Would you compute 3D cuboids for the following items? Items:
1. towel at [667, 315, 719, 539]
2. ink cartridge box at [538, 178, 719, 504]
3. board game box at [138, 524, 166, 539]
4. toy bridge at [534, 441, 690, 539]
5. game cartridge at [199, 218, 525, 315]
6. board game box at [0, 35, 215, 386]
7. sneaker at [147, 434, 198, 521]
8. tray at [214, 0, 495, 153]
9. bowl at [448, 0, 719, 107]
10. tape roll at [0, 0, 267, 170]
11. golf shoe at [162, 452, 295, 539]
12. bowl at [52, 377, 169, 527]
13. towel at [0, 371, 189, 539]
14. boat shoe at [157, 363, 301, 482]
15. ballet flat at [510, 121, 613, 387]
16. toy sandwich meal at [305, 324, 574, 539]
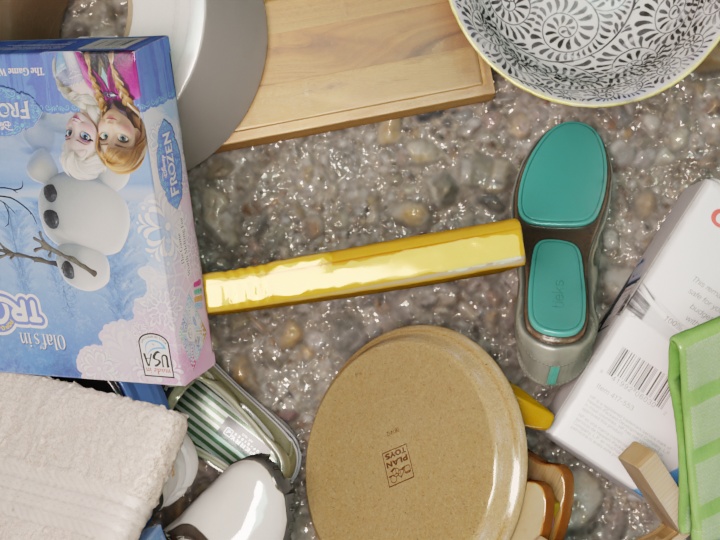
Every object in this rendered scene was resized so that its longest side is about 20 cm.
[{"bbox_3d":[0.275,0.073,1.106,0.199,0.031,0.150,-19,113,-24],"label":"towel"},{"bbox_3d":[0.232,0.062,1.177,0.146,0.086,0.201,33,86,1],"label":"ink cartridge box"},{"bbox_3d":[-0.146,0.268,1.069,0.150,0.037,0.201,-21,101,19],"label":"board game box"},{"bbox_3d":[0.187,0.138,1.105,0.200,0.027,0.067,-42,117,-12],"label":"toy bridge"},{"bbox_3d":[0.000,0.000,1.135,0.198,0.176,0.033,-8,88,-1],"label":"game cartridge"},{"bbox_3d":[-0.192,-0.036,1.053,0.198,0.043,0.201,2,110,27],"label":"board game box"},{"bbox_3d":[-0.195,0.161,1.105,0.200,0.080,0.074,-38,91,20],"label":"sneaker"},{"bbox_3d":[-0.014,-0.149,1.213,0.198,0.037,0.100,-11,87,-2],"label":"tray"},{"bbox_3d":[0.151,-0.203,1.187,0.199,0.094,0.203,0,86,0],"label":"bowl"},{"bbox_3d":[-0.173,-0.159,1.141,0.201,0.139,0.205,0,90,14],"label":"tape roll"},{"bbox_3d":[-0.120,0.199,1.118,0.078,0.094,0.201,39,96,28],"label":"golf shoe"},{"bbox_3d":[-0.223,0.112,1.165,0.199,0.039,0.203,3,101,14],"label":"bowl"},{"bbox_3d":[-0.197,0.127,1.053,0.199,0.034,0.133,8,68,39],"label":"towel"},{"bbox_3d":[-0.123,0.079,1.187,0.199,0.062,0.072,33,87,1],"label":"boat shoe"},{"bbox_3d":[0.130,-0.011,1.180,0.067,0.064,0.201,6,51,5],"label":"ballet flat"},{"bbox_3d":[0.050,0.133,1.161,0.204,0.070,0.207,-10,75,39],"label":"toy sandwich meal"}]
